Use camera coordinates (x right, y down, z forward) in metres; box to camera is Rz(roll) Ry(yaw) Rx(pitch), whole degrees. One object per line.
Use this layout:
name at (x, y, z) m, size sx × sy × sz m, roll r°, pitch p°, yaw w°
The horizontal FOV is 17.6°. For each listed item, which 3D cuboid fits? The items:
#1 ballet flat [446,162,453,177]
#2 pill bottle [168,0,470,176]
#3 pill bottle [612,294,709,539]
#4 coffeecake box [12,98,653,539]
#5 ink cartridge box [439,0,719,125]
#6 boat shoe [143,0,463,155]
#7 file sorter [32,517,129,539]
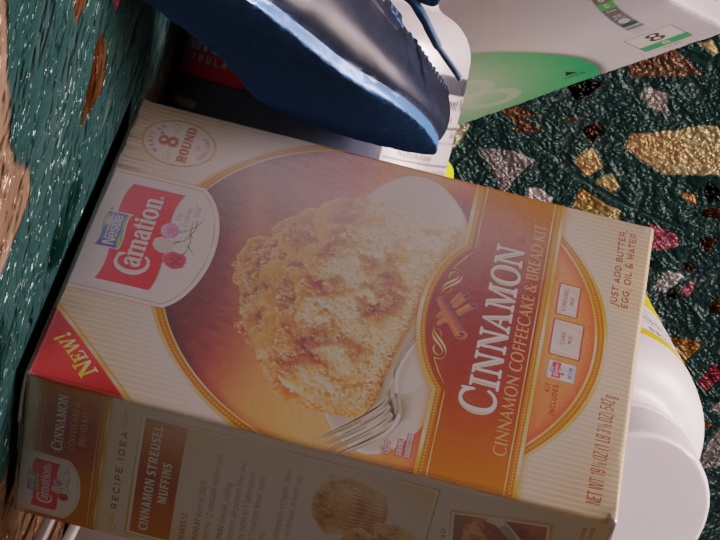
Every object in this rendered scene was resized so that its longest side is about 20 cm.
ballet flat at (-0.010, 0.007, 1.131) m, size 0.200 × 0.067 × 0.067 m, roll -27°, pitch 144°, yaw -37°
pill bottle at (-0.020, -0.065, 0.966) m, size 0.120 × 0.119 × 0.201 m, roll -62°, pitch 165°, yaw -84°
pill bottle at (0.098, 0.059, 1.098) m, size 0.200 × 0.111 × 0.112 m, roll -108°, pitch -152°, yaw -61°
coffeecake box at (-0.006, 0.033, 0.829) m, size 0.154 × 0.199 × 0.073 m, roll -75°, pitch 178°, yaw -48°
ink cartridge box at (0.060, -0.127, 1.092) m, size 0.200 × 0.160 × 0.050 m, roll 9°, pitch 67°, yaw -57°
boat shoe at (-0.010, -0.097, 0.818) m, size 0.200 × 0.084 × 0.069 m, roll 42°, pitch 61°, yaw -65°
file sorter at (-0.070, 0.171, 0.943) m, size 0.125 × 0.138 × 0.201 m, roll -70°, pitch 174°, yaw -55°
